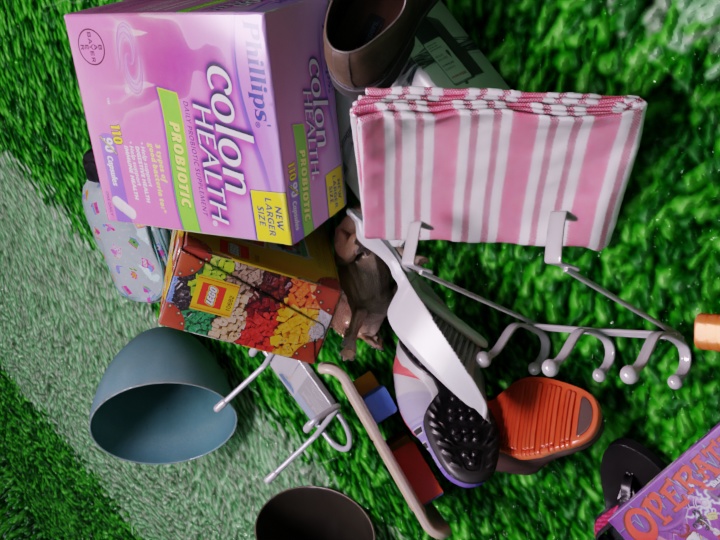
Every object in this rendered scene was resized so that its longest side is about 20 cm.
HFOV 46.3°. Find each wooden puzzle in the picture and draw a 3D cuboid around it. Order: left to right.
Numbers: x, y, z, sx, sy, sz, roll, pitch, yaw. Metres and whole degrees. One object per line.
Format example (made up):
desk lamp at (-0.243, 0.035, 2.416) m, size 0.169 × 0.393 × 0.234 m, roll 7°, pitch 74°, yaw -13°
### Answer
wooden puzzle at (0.029, 0.170, 0.875) m, size 0.201 × 0.046 × 0.185 m, roll 56°, pitch 175°, yaw 3°

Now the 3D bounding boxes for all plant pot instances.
plant pot at (-0.276, 0.161, 1.184) m, size 0.202 × 0.196 × 0.136 m, roll 110°, pitch 156°, yaw -44°

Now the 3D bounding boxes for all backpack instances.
backpack at (-0.265, -0.064, 1.060) m, size 0.165 × 0.126 × 0.203 m, roll 7°, pitch 120°, yaw 43°

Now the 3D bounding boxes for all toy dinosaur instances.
toy dinosaur at (0.000, 0.000, 0.832) m, size 0.135 × 0.084 × 0.204 m, roll -138°, pitch 48°, yaw -62°

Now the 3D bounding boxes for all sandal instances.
sandal at (0.234, 0.237, 0.725) m, size 0.074 × 0.045 × 0.203 m, roll 19°, pitch 125°, yaw 42°

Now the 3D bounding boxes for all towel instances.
towel at (0.094, -0.065, 0.606) m, size 0.196 × 0.030 × 0.147 m, roll 3°, pitch 144°, yaw 8°

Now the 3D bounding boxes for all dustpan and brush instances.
dustpan and brush at (0.051, 0.028, 0.733) m, size 0.199 × 0.140 × 0.057 m, roll 40°, pitch 102°, yaw -2°

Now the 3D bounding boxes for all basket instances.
basket at (-0.044, 0.410, 1.089) m, size 0.179 × 0.135 × 0.203 m, roll 22°, pitch 131°, yaw 45°

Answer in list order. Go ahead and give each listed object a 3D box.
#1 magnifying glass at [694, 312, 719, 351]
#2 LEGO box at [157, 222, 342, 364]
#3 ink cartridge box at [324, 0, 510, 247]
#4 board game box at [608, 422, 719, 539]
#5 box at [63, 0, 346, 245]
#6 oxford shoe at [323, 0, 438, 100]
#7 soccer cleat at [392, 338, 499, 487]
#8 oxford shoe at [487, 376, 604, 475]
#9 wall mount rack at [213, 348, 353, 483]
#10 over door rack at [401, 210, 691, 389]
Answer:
magnifying glass at (0.307, 0.047, 0.523) m, size 0.198 × 0.022 × 0.081 m, roll 4°, pitch 96°, yaw 47°
LEGO box at (-0.107, -0.011, 0.807) m, size 0.201 × 0.147 × 0.078 m, roll -106°, pitch 36°, yaw -63°
ink cartridge box at (0.028, -0.145, 0.703) m, size 0.201 × 0.082 × 0.147 m, roll 55°, pitch 141°, yaw 10°
board game box at (0.286, 0.171, 0.608) m, size 0.120 × 0.032 × 0.201 m, roll 49°, pitch 129°, yaw 22°
box at (-0.124, -0.130, 0.698) m, size 0.197 × 0.097 × 0.179 m, roll 8°, pitch 117°, yaw 26°
oxford shoe at (0.031, -0.224, 0.591) m, size 0.072 × 0.084 × 0.203 m, roll 20°, pitch 86°, yaw 12°
soccer cleat at (0.074, 0.137, 0.775) m, size 0.201 × 0.067 × 0.074 m, roll -114°, pitch 31°, yaw -57°
oxford shoe at (0.152, 0.145, 0.754) m, size 0.072 × 0.072 × 0.199 m, roll 28°, pitch 155°, yaw -22°
wall mount rack at (-0.103, 0.168, 1.052) m, size 0.201 × 0.074 × 0.174 m, roll 52°, pitch 141°, yaw 15°
over door rack at (0.135, 0.036, 0.627) m, size 0.146 × 0.068 × 0.199 m, roll 0°, pitch 150°, yaw 48°
